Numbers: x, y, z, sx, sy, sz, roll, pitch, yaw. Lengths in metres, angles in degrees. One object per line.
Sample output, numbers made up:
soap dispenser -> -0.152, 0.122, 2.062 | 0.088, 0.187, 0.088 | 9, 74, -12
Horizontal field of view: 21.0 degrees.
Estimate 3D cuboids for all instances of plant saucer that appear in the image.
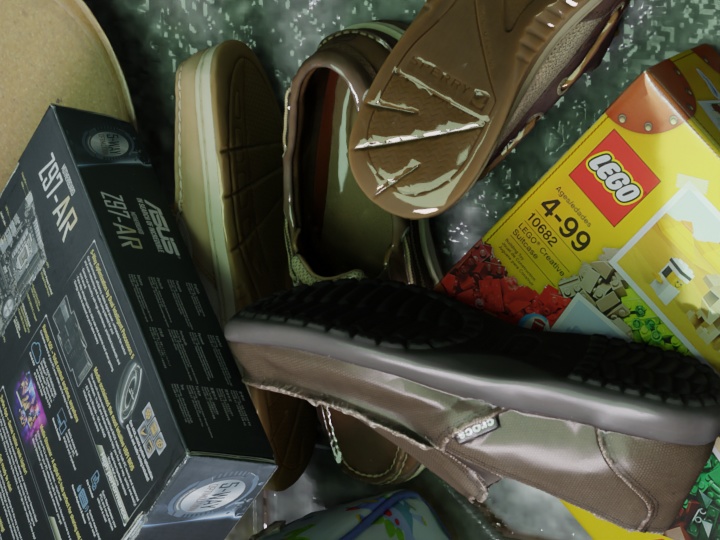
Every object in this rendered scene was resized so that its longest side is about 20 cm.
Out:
plant saucer -> -0.178, -0.065, 0.924 | 0.198, 0.035, 0.202 | 8, 108, 26

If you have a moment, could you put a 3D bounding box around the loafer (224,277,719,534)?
loafer -> 0.036, 0.055, 0.728 | 0.198, 0.073, 0.072 | 14, 110, 25

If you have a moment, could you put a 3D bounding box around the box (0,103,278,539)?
box -> -0.121, 0.056, 0.822 | 0.161, 0.043, 0.201 | -54, 44, 30

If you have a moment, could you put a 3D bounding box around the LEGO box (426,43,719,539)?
LEGO box -> 0.141, 0.039, 0.756 | 0.200, 0.077, 0.149 | 49, 120, 9

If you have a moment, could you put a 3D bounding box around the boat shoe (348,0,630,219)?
boat shoe -> 0.069, -0.106, 0.762 | 0.072, 0.072, 0.201 | 32, 95, 16

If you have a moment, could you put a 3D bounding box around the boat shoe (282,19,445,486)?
boat shoe -> -0.006, 0.000, 0.825 | 0.074, 0.075, 0.205 | 2, 104, 28

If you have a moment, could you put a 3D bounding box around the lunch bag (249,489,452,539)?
lunch bag -> 0.000, 0.205, 0.827 | 0.082, 0.161, 0.202 | -18, 95, 30

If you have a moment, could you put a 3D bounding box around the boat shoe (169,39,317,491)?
boat shoe -> -0.068, 0.000, 0.860 | 0.069, 0.074, 0.202 | 0, 103, 24
